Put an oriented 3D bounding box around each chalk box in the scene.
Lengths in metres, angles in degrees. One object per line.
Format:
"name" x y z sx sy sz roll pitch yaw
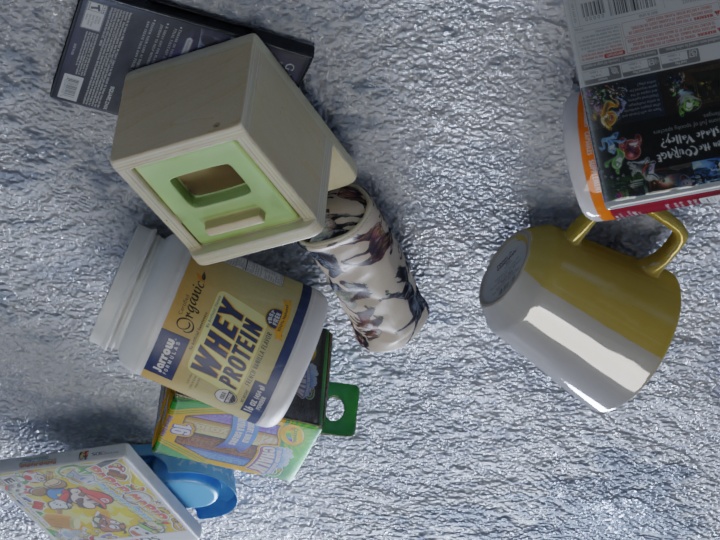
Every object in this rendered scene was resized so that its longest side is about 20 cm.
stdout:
"chalk box" -0.102 0.130 1.841 0.199 0.125 0.124 15 143 -12

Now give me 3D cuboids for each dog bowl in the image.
"dog bowl" -0.239 0.246 2.079 0.199 0.050 0.112 -6 143 13

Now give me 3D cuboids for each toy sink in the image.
"toy sink" -0.103 -0.085 1.524 0.130 0.112 0.200 -13 141 23

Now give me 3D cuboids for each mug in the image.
"mug" 0.204 0.017 1.672 0.153 0.187 0.149 29 171 -17

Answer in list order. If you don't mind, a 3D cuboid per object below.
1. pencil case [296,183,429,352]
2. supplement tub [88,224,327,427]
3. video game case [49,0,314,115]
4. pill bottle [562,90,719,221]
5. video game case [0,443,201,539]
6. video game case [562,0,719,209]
"pencil case" 0.000 0.000 1.690 0.089 0.078 0.200 2 146 25
"supplement tub" -0.146 0.051 1.704 0.199 0.145 0.145 23 142 -6
"video game case" -0.155 -0.170 1.523 0.199 0.019 0.143 14 143 -14
"pill bottle" 0.277 -0.112 1.477 0.199 0.113 0.113 -11 142 19
"video game case" -0.306 0.268 2.055 0.181 0.023 0.200 -9 141 19
"video game case" 0.272 -0.154 1.397 0.199 0.023 0.183 -10 97 19
